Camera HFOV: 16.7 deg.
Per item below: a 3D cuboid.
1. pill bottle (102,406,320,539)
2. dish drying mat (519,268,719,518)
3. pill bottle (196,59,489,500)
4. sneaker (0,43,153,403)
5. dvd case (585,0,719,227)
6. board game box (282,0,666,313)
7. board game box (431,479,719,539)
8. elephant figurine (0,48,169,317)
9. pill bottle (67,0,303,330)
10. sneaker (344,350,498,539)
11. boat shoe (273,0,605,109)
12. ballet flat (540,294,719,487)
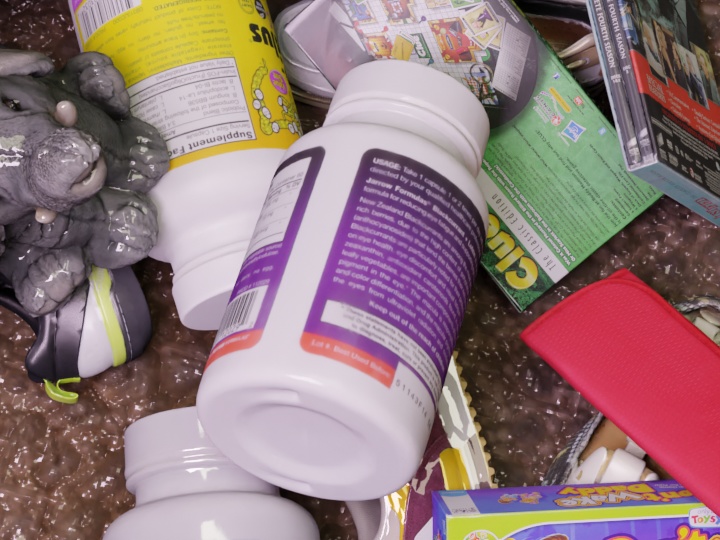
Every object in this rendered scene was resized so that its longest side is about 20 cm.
[{"bbox_3d":[-0.071,0.174,1.202,0.111,0.112,0.202,-3,71,-8],"label":"pill bottle"},{"bbox_3d":[0.172,0.072,1.229,0.077,0.018,0.200,-31,53,-23],"label":"dish drying mat"},{"bbox_3d":[0.000,0.000,1.190,0.111,0.112,0.201,19,58,0],"label":"pill bottle"},{"bbox_3d":[-0.181,-0.028,1.279,0.082,0.072,0.201,-25,76,-13],"label":"sneaker"},{"bbox_3d":[0.156,-0.132,1.328,0.022,0.146,0.201,-18,72,24],"label":"dvd case"},{"bbox_3d":[0.061,-0.086,1.302,0.105,0.023,0.200,-39,99,7],"label":"board game box"},{"bbox_3d":[0.136,0.176,1.231,0.198,0.045,0.136,-3,101,-8],"label":"board game box"},{"bbox_3d":[-0.178,-0.060,1.154,0.154,0.200,0.142,-28,78,11],"label":"elephant figurine"},{"bbox_3d":[-0.084,-0.075,1.290,0.103,0.104,0.201,-13,74,-11],"label":"pill bottle"},{"bbox_3d":[0.002,0.058,1.271,0.089,0.075,0.201,-15,73,-17],"label":"sneaker"},{"bbox_3d":[0.047,-0.131,1.344,0.198,0.068,0.075,-3,73,-7],"label":"boat shoe"},{"bbox_3d":[0.143,0.093,1.280,0.072,0.072,0.201,31,71,4],"label":"ballet flat"}]
